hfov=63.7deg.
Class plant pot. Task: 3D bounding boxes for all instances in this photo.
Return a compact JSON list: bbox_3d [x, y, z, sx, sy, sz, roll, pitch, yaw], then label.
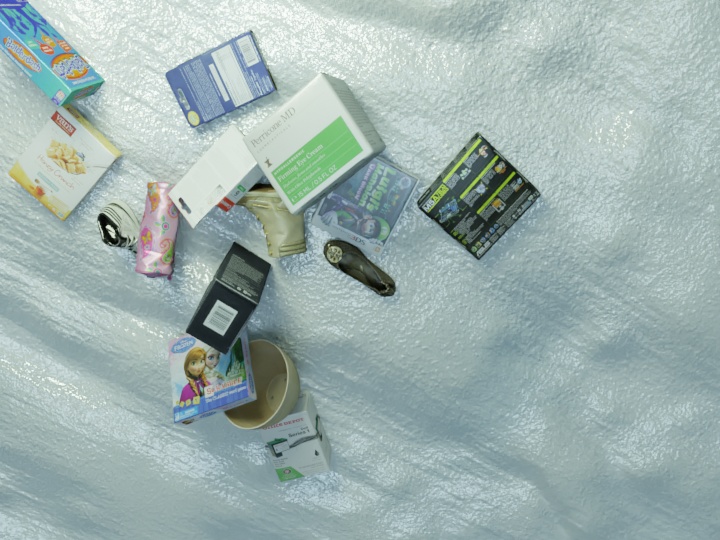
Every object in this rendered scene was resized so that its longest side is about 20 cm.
[{"bbox_3d":[-0.221,0.282,1.389,0.197,0.204,0.134,-31,150,14],"label":"plant pot"}]

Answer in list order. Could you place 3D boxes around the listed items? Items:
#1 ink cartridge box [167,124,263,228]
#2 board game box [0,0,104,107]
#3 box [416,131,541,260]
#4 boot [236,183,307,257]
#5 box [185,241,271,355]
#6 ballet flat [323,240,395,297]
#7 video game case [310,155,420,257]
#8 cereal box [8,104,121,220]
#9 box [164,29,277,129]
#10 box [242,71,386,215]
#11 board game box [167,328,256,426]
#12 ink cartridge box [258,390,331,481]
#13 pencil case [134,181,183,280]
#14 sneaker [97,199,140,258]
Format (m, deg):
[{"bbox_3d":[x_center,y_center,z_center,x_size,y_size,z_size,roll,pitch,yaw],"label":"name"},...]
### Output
[{"bbox_3d":[-0.289,-0.185,1.188,0.200,0.050,0.109,-45,70,4],"label":"ink cartridge box"},{"bbox_3d":[-0.597,-0.410,1.086,0.045,0.153,0.200,-37,110,16],"label":"board game box"},{"bbox_3d":[0.254,-0.156,1.252,0.192,0.048,0.201,37,110,-12],"label":"box"},{"bbox_3d":[-0.212,-0.106,1.261,0.194,0.073,0.160,-2,112,-5],"label":"boot"},{"bbox_3d":[-0.283,0.055,1.264,0.103,0.201,0.149,30,112,-13],"label":"box"},{"bbox_3d":[0.000,0.000,1.321,0.198,0.047,0.068,36,109,-14],"label":"ballet flat"},{"bbox_3d":[0.009,-0.152,1.267,0.178,0.023,0.203,24,112,-10],"label":"video game case"},{"bbox_3d":[-0.622,-0.225,1.220,0.199,0.040,0.144,-42,108,17],"label":"cereal box"},{"bbox_3d":[-0.279,-0.380,1.162,0.195,0.033,0.123,-21,112,8],"label":"box"},{"bbox_3d":[-0.080,-0.244,1.116,0.197,0.200,0.173,-34,95,15],"label":"box"},{"bbox_3d":[-0.350,0.232,1.355,0.195,0.204,0.041,-21,153,9],"label":"board game box"},{"bbox_3d":[-0.170,0.426,1.490,0.142,0.085,0.204,-15,115,7],"label":"ink cartridge box"},{"bbox_3d":[-0.424,-0.085,1.228,0.085,0.087,0.206,7,88,-3],"label":"pencil case"},{"bbox_3d":[-0.500,-0.051,1.264,0.075,0.116,0.202,-33,110,14],"label":"sneaker"}]
